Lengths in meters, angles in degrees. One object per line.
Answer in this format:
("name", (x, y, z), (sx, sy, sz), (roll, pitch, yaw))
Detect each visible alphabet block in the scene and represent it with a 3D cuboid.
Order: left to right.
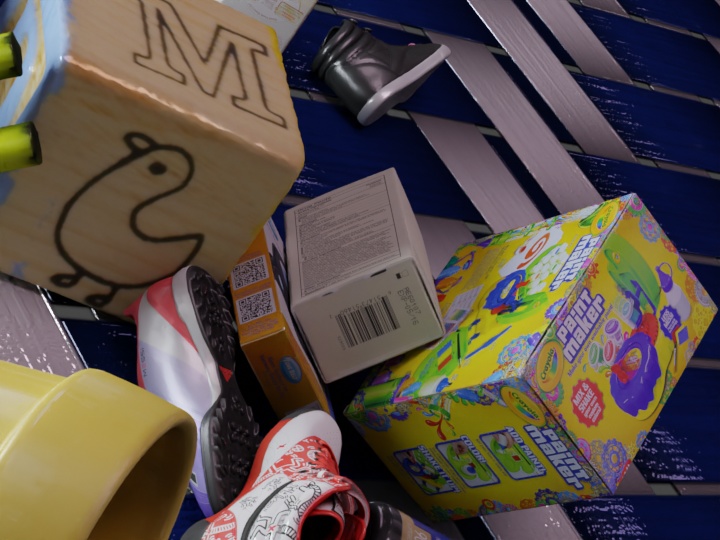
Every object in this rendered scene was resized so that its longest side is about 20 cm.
("alphabet block", (-0.181, -0.102, 1.528), (0.199, 0.196, 0.197), (22, 33, -26))

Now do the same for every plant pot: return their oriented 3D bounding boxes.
("plant pot", (-0.218, 0.128, 1.146), (0.188, 0.202, 0.201), (26, 26, 10))

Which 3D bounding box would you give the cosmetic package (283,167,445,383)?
("cosmetic package", (0.000, 0.000, 1.595), (0.200, 0.103, 0.073), (-96, 163, -68))

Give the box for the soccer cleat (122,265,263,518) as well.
("soccer cleat", (-0.120, 0.096, 1.449), (0.068, 0.073, 0.201), (31, 39, -55))

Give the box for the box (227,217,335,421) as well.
("box", (-0.066, 0.027, 1.566), (0.201, 0.041, 0.119), (-102, 170, -49))

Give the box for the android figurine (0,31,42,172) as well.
("android figurine", (-0.319, -0.096, 1.374), (0.198, 0.184, 0.041), (-9, 9, 0))

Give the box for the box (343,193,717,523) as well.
("box", (0.128, 0.067, 1.536), (0.122, 0.192, 0.200), (51, 52, -19))

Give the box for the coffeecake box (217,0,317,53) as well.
("coffeecake box", (-0.106, -0.214, 1.778), (0.073, 0.200, 0.154), (30, 28, -14))

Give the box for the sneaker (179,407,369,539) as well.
("sneaker", (-0.031, 0.153, 1.374), (0.201, 0.107, 0.068), (-44, 118, -53))

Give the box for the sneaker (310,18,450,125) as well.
("sneaker", (0.020, -0.219, 2.077), (0.099, 0.071, 0.200), (45, 32, 4))

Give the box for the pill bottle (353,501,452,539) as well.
("pill bottle", (0.067, 0.247, 1.374), (0.199, 0.112, 0.112), (30, 28, -15))
